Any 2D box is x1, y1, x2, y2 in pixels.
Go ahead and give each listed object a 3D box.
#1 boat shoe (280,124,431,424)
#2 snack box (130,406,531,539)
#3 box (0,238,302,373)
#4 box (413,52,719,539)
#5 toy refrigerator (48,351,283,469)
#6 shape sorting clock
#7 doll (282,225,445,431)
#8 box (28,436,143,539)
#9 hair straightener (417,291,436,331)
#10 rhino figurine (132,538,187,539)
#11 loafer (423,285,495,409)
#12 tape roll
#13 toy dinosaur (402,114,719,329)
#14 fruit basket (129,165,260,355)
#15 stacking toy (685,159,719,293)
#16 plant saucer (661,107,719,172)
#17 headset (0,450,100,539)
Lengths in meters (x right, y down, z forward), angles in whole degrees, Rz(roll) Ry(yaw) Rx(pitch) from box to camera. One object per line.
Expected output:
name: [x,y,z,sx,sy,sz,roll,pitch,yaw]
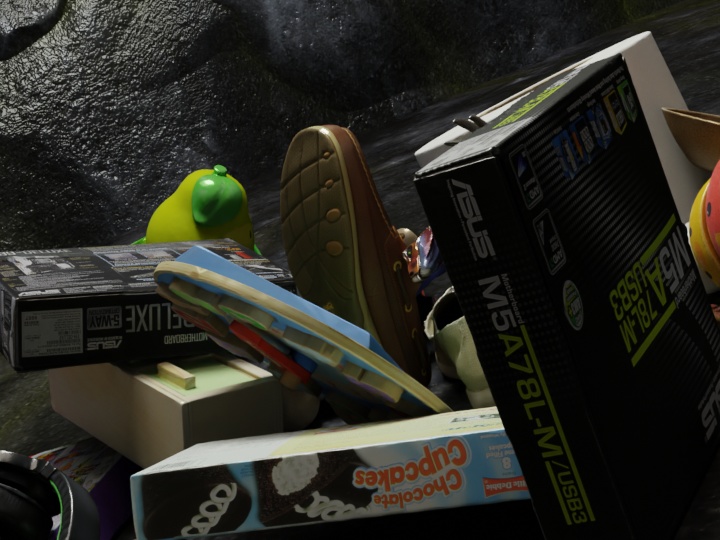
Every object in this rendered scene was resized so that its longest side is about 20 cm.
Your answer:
boat shoe: [0.000,0.000,0.956,0.067,0.201,0.072,-23,18,-36]
snack box: [-0.002,0.099,0.738,0.199,0.037,0.116,-8,-1,10]
box: [-0.157,0.019,1.020,0.199,0.050,0.158,-4,13,-25]
box: [0.109,0.014,0.680,0.047,0.194,0.200,-18,9,30]
toy refrigerator: [-0.137,0.081,1.006,0.076,0.070,0.200,-11,19,-34]
shape sorting clock: [-0.032,0.051,0.851,0.039,0.200,0.200,-58,19,-10]
doll: [-0.001,0.040,1.066,0.136,0.049,0.200,-8,31,52]
box: [-0.219,0.166,0.988,0.136,0.039,0.200,-17,11,16]
hair straightener: [0.040,-0.004,1.241,0.041,0.077,0.200,-20,10,9]
rhino figurine: [-0.078,0.159,0.663,0.087,0.060,0.200,-1,1,-27]
loafer: [0.082,0.035,0.974,0.075,0.069,0.200,-21,10,-3]
tape roll: [0.159,-0.075,1.123,0.202,0.140,0.203,-27,6,3]
toy dinosaur: [0.113,0.005,0.884,0.105,0.200,0.181,-59,24,-9]
fruit basket: [-0.147,0.007,1.337,0.215,0.156,0.216,-33,1,0]
stacking toy: [0.249,-0.025,0.896,0.146,0.146,0.200,-26,-8,-25]
plant saucer: [0.300,-0.074,1.003,0.199,0.036,0.200,11,10,-2]
headset: [-0.230,0.151,0.837,0.200,0.094,0.124,12,63,50]
